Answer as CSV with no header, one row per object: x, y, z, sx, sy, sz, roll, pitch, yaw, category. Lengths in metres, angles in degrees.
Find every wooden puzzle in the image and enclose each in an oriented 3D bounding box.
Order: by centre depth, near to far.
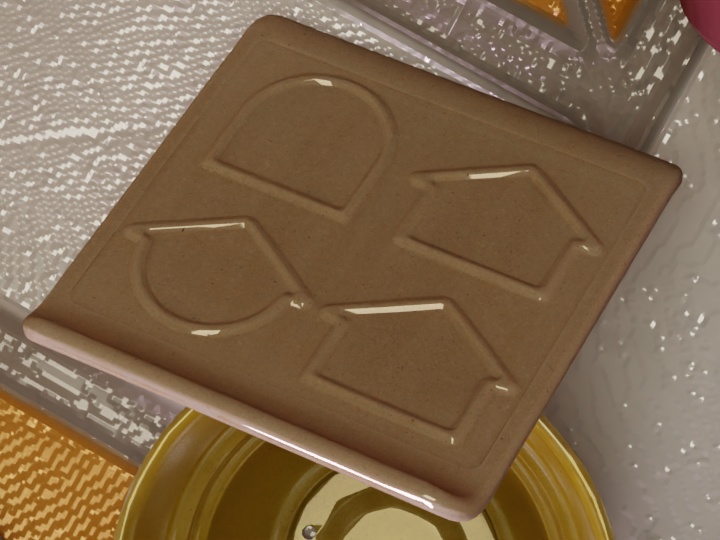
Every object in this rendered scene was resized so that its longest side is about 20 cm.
0.000,0.000,1.067,0.185,0.200,0.046,22,141,18,wooden puzzle

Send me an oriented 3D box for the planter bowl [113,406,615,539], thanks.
0.008,0.122,1.120,0.200,0.083,0.201,1,96,10,planter bowl

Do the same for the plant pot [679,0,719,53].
0.216,-0.073,1.011,0.199,0.200,0.179,-4,122,10,plant pot

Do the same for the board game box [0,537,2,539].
-0.179,0.205,1.184,0.151,0.037,0.200,-33,88,11,board game box
